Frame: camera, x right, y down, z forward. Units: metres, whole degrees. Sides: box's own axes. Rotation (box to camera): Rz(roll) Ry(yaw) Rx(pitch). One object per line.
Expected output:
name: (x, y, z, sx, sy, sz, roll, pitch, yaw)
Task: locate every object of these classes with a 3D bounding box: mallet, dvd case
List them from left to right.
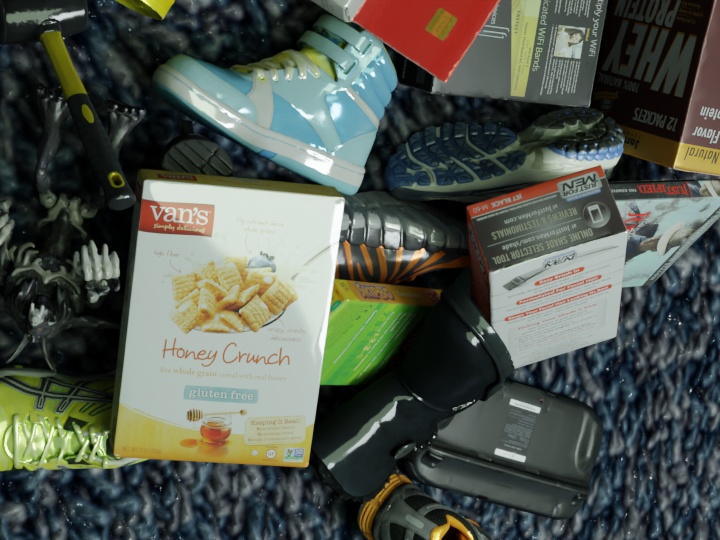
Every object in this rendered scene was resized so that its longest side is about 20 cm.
mallet: (-0.201, -0.119, 1.325, 0.065, 0.201, 0.041, -6, 143, -19)
dvd case: (0.193, -0.027, 1.618, 0.199, 0.022, 0.146, -4, 151, -31)

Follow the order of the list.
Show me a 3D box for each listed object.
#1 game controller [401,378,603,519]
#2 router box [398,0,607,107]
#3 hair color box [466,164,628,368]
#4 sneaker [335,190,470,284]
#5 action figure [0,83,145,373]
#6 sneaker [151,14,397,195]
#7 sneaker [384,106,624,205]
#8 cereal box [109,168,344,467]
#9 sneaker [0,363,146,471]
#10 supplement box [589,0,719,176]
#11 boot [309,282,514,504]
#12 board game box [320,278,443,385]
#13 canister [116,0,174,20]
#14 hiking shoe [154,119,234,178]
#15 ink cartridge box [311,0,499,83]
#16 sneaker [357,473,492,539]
game controller: (0.124, 0.146, 1.678, 0.199, 0.042, 0.105, 19, 80, -34)
router box: (0.121, -0.234, 1.551, 0.156, 0.052, 0.201, 3, 102, -32)
hair color box: (0.144, 0.003, 1.547, 0.110, 0.064, 0.200, -17, 156, -4)
sneaker: (0.000, 0.000, 1.544, 0.199, 0.078, 0.113, 7, 111, -31)
action figure: (-0.215, -0.025, 1.377, 0.118, 0.102, 0.201, 13, 95, 3)
sneaker: (-0.056, -0.148, 1.458, 0.199, 0.079, 0.131, 24, 93, -43)
sneaker: (0.115, -0.068, 1.581, 0.199, 0.077, 0.086, -7, 129, -15)
cereal box: (-0.094, 0.035, 1.381, 0.143, 0.040, 0.201, 4, 105, -13)
sneaker: (-0.212, 0.110, 1.438, 0.199, 0.076, 0.076, -9, 110, -27)
supplement box: (0.314, -0.181, 1.634, 0.196, 0.133, 0.201, 7, 100, -32)
boot: (0.031, 0.102, 1.520, 0.168, 0.200, 0.077, -37, 75, -8)
board game box: (0.004, 0.050, 1.510, 0.096, 0.030, 0.200, -44, 155, 20)
canister: (-0.148, -0.296, 1.355, 0.148, 0.086, 0.201, 32, 85, -34)
hiking shoe: (-0.128, -0.005, 1.439, 0.075, 0.101, 0.201, 9, 105, -10)
ink cartridge box: (0.042, -0.268, 1.441, 0.176, 0.045, 0.201, 33, 85, 8)
sneaker: (0.074, 0.239, 1.636, 0.200, 0.077, 0.079, 39, 80, -47)
